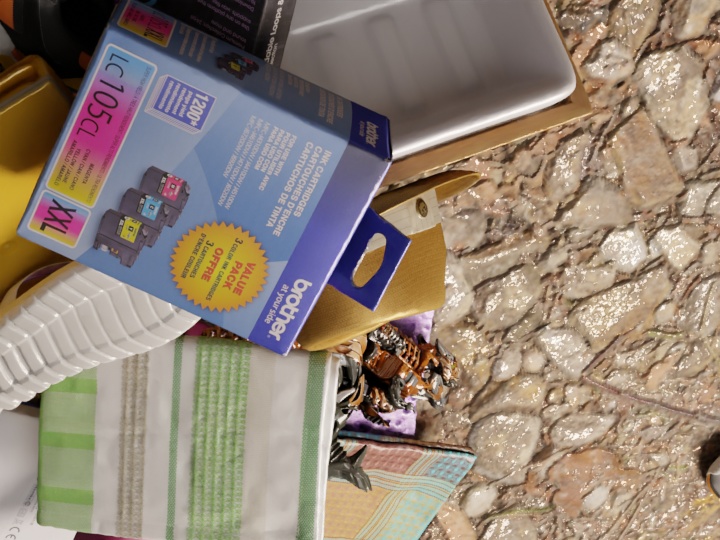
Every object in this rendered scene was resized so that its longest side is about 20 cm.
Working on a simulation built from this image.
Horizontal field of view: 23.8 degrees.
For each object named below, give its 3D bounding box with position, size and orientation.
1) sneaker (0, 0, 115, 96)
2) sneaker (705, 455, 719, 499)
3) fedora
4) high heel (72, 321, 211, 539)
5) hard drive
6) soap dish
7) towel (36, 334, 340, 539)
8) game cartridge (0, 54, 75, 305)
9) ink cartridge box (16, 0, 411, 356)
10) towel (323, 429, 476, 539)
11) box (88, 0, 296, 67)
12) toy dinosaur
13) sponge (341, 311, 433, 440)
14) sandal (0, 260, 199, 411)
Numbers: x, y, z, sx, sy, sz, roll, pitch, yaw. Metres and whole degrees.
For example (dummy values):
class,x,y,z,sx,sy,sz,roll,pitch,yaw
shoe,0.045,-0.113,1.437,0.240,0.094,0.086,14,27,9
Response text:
class,x,y,z,sx,sy,sz,roll,pitch,yaw
sneaker,-0.199,-0.178,0.959,0.090,0.070,0.200,-12,135,38
sneaker,0.382,0.205,1.507,0.200,0.077,0.078,28,110,-34
fedora,0.000,0.000,1.102,0.200,0.201,0.082,-22,91,-8
high heel,-0.158,0.126,1.193,0.200,0.067,0.096,-54,136,-16
hard drive,-0.272,0.147,1.212,0.199,0.025,0.132,18,114,-32
soap dish,0.024,-0.131,1.071,0.199,0.158,0.081,-19,166,-11
towel,-0.117,0.112,1.145,0.199,0.031,0.150,7,104,5
game cartridge,-0.219,-0.024,1.042,0.176,0.033,0.200,-31,146,2
ink cartridge box,-0.071,-0.046,0.952,0.199,0.076,0.137,24,112,-11
towel,-0.012,0.204,1.344,0.146,0.022,0.200,10,127,-34
box,-0.100,-0.171,0.992,0.036,0.143,0.201,-23,137,-47
toy dinosaur,-0.024,0.072,1.204,0.199,0.102,0.136,17,90,-12
sponge,-0.005,0.065,1.269,0.111,0.030,0.201,-6,125,-20
sandal,-0.183,0.024,1.064,0.202,0.050,0.083,-24,132,15
